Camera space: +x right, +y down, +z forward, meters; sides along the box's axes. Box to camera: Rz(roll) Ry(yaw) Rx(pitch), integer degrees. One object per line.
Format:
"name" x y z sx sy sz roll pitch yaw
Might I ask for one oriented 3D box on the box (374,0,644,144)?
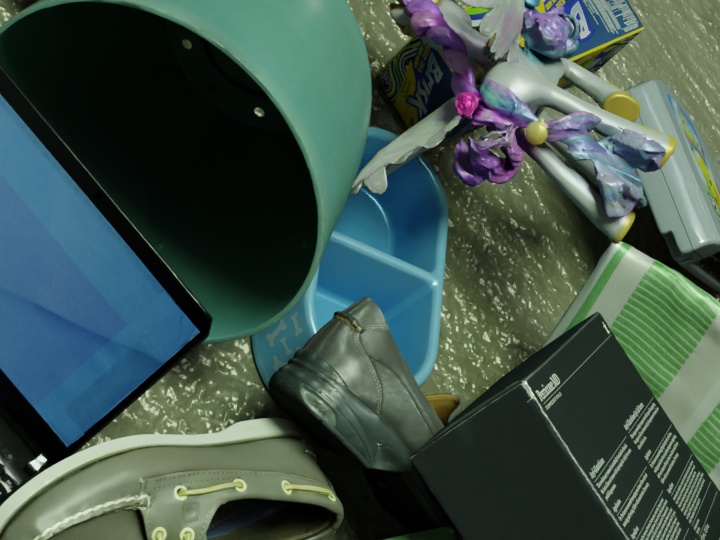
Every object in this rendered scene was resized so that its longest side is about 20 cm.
"box" 0.106 -0.151 1.083 0.199 0.070 0.065 -26 80 -41

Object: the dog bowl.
"dog bowl" 0.000 0.000 0.939 0.111 0.050 0.202 23 54 -24

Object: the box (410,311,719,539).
"box" 0.120 0.115 0.839 0.142 0.078 0.200 58 21 4

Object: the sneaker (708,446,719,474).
"sneaker" 0.209 0.081 1.032 0.074 0.087 0.201 39 30 -17

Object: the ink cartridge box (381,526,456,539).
"ink cartridge box" -0.029 0.222 0.773 0.198 0.087 0.147 -4 68 -39

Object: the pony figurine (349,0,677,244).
"pony figurine" 0.085 -0.103 0.914 0.199 0.167 0.193 35 20 -3

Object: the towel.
"towel" 0.194 0.092 0.926 0.200 0.153 0.023 41 36 17

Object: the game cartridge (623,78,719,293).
"game cartridge" 0.225 -0.059 1.080 0.200 0.040 0.135 19 46 -66

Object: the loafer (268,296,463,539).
"loafer" 0.036 0.099 0.862 0.072 0.073 0.200 -50 126 -14

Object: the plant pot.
"plant pot" -0.083 -0.089 0.837 0.200 0.200 0.161 43 41 -9

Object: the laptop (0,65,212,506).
"laptop" -0.204 0.032 0.737 0.178 0.103 0.200 49 48 -2

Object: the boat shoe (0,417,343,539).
"boat shoe" -0.091 0.123 0.778 0.200 0.073 0.060 -8 45 -45
